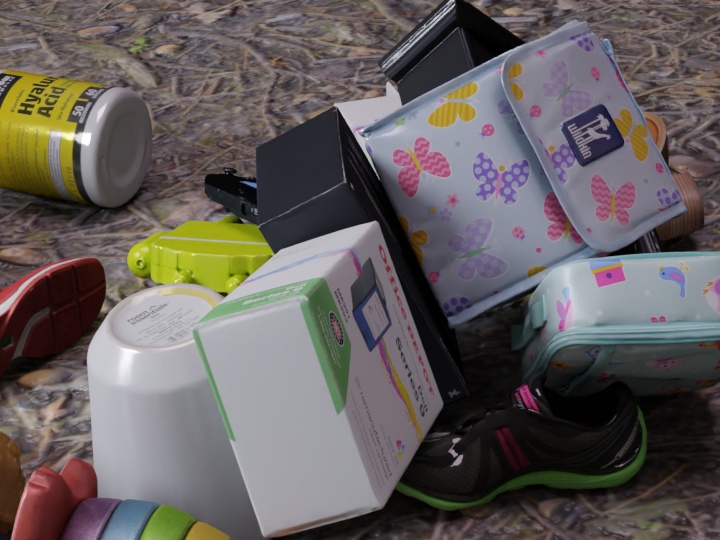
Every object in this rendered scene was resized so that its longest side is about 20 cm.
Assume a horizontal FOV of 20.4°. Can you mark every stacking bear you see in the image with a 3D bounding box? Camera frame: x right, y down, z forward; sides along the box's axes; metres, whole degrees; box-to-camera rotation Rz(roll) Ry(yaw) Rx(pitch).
[{"bbox_3d":[-0.109,0.199,1.236,0.198,0.115,0.121,14,1,7],"label":"stacking bear"}]

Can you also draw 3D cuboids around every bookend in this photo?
[{"bbox_3d":[0.129,-0.089,1.617,0.199,0.092,0.200,29,33,-35],"label":"bookend"}]

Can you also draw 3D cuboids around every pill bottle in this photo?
[{"bbox_3d":[-0.304,-0.127,1.867,0.198,0.112,0.111,10,29,22],"label":"pill bottle"}]

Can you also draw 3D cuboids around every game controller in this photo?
[{"bbox_3d":[-0.058,-0.057,1.699,0.103,0.043,0.200,-3,13,-24],"label":"game controller"}]

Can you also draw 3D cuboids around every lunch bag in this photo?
[{"bbox_3d":[0.193,0.044,1.452,0.159,0.078,0.200,-4,-15,-5],"label":"lunch bag"},{"bbox_3d":[0.121,-0.074,1.493,0.199,0.171,0.127,-25,-2,3],"label":"lunch bag"}]

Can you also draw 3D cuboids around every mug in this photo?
[{"bbox_3d":[-0.119,0.085,1.383,0.148,0.154,0.187,-5,32,7],"label":"mug"}]

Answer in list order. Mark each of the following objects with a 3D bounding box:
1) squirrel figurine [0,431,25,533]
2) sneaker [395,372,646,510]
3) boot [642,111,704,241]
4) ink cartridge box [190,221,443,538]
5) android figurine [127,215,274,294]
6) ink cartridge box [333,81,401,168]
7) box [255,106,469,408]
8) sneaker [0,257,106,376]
[{"bbox_3d":[-0.337,0.144,1.361,0.185,0.143,0.199,3,12,32],"label":"squirrel figurine"},{"bbox_3d":[0.104,0.113,1.411,0.198,0.084,0.077,-8,27,-13],"label":"sneaker"},{"bbox_3d":[0.207,-0.081,1.796,0.153,0.074,0.200,-9,25,-5],"label":"boot"},{"bbox_3d":[-0.023,0.066,1.319,0.087,0.147,0.200,-17,9,16],"label":"ink cartridge box"},{"bbox_3d":[-0.102,-0.010,1.664,0.180,0.041,0.200,4,13,9],"label":"android figurine"},{"bbox_3d":[0.024,-0.077,1.747,0.067,0.116,0.200,-9,27,-14],"label":"ink cartridge box"},{"bbox_3d":[0.000,0.000,1.498,0.078,0.201,0.141,-27,25,7],"label":"box"},{"bbox_3d":[-0.304,0.031,1.601,0.115,0.079,0.200,19,33,32],"label":"sneaker"}]
